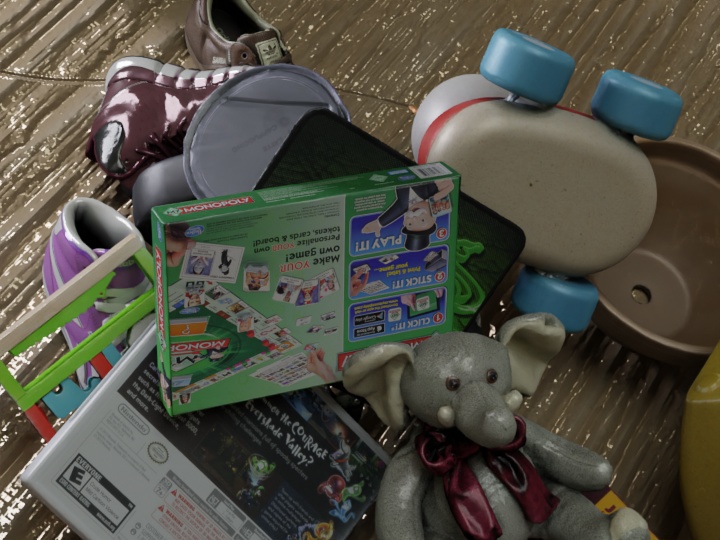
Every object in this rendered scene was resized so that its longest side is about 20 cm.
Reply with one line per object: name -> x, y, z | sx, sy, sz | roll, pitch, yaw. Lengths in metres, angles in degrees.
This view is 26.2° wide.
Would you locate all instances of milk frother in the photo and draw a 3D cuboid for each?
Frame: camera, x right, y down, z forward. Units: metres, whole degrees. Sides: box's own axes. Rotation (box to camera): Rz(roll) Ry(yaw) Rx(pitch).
milk frother -> -0.048, -0.002, 1.082 | 0.180, 0.188, 0.201 | -30, 63, 4

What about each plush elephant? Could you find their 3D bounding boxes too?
plush elephant -> 0.075, 0.109, 0.991 | 0.164, 0.155, 0.200 | -19, 34, -12

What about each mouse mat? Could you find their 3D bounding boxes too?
mouse mat -> 0.000, 0.000, 1.021 | 0.200, 0.161, 0.008 | 28, 11, -32

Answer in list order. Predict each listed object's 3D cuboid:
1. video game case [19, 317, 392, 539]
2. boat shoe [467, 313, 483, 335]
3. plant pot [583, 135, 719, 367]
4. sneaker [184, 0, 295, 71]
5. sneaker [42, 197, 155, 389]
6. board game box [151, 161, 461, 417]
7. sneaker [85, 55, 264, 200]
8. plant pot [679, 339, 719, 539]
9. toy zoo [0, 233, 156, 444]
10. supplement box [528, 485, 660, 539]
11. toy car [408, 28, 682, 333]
video game case -> -0.093, 0.133, 1.017 | 0.200, 0.023, 0.182 | 46, 66, -17
boat shoe -> 0.055, 0.033, 1.170 | 0.060, 0.074, 0.201 | 39, 23, -41
plant pot -> 0.240, -0.001, 1.228 | 0.200, 0.093, 0.202 | 7, 57, -11
sneaker -> -0.082, -0.149, 1.233 | 0.070, 0.076, 0.200 | -24, 68, -28
sneaker -> -0.162, 0.041, 1.068 | 0.072, 0.114, 0.201 | -25, 70, -30
board game box -> -0.032, 0.011, 0.986 | 0.199, 0.135, 0.029 | -10, 29, -22
sneaker -> -0.123, -0.094, 1.167 | 0.199, 0.076, 0.116 | 8, 63, 30
plant pot -> 0.332, 0.121, 1.071 | 0.194, 0.195, 0.200 | -49, 116, -34
toy zoo -> -0.143, 0.094, 1.034 | 0.131, 0.020, 0.200 | -38, 105, -13
supplement box -> 0.115, 0.240, 1.043 | 0.200, 0.086, 0.110 | -36, 74, -32
toy car -> 0.109, -0.086, 1.146 | 0.176, 0.185, 0.200 | 16, 17, -20
